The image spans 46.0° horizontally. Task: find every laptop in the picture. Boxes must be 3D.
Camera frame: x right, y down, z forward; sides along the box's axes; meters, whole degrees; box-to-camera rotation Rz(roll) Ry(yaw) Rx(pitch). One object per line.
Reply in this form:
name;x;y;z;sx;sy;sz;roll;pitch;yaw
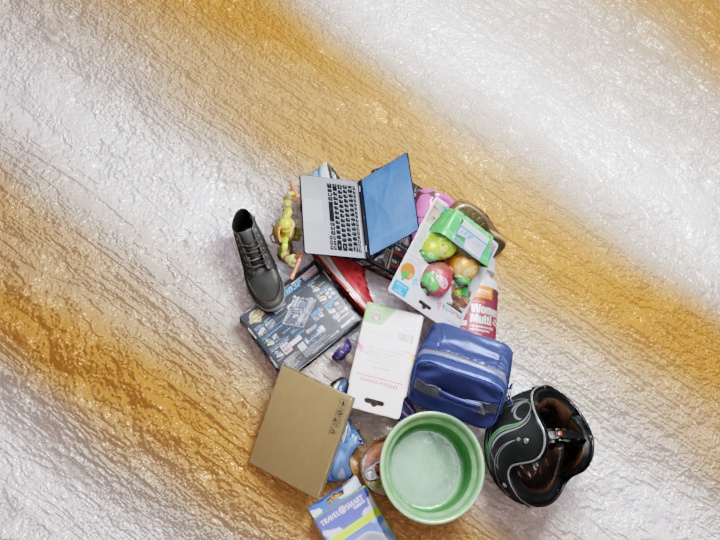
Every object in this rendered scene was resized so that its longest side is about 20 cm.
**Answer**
laptop;-0.007;-0.132;1.637;0.196;0.116;0.190;5;55;-17

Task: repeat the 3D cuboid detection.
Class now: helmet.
helmet;0.327;0.338;1.613;0.198;0.192;0.202;24;35;-19

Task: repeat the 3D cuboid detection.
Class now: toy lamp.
toy lamp;0.028;0.224;1.685;0.200;0.058;0.058;42;75;8

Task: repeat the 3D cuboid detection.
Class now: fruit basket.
fruit basket;0.166;-0.007;1.614;0.184;0.093;0.202;33;74;-27

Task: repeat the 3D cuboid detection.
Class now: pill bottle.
pill bottle;0.224;0.074;1.715;0.107;0.110;0.204;6;75;-4

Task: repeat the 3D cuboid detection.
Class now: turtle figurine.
turtle figurine;-0.148;-0.065;1.689;0.063;0.162;0.204;-3;75;-4

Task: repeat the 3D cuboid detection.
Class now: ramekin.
ramekin;0.127;0.372;1.595;0.196;0.098;0.204;2;75;-5

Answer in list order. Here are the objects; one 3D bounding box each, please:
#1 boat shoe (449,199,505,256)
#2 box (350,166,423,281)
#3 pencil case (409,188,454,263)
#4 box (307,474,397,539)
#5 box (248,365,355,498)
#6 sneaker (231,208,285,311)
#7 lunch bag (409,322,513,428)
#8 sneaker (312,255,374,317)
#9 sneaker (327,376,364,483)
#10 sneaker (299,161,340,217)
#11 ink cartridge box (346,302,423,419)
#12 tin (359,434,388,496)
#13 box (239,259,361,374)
boat shoe;0.230;-0.094;1.732;0.071;0.199;0.068;-34;53;16
box;0.072;-0.088;1.736;0.156;0.049;0.204;25;71;-34
pencil case;0.144;-0.060;1.708;0.092;0.091;0.204;9;80;-8
box;-0.002;0.508;1.610;0.121;0.048;0.202;-30;81;-13
box;-0.113;0.303;1.608;0.161;0.021;0.203;22;95;22
sneaker;-0.210;-0.019;1.675;0.074;0.107;0.202;-23;61;-4
lunch bag;0.194;0.208;1.596;0.197;0.137;0.133;17;42;11
sneaker;0.000;0.000;1.731;0.115;0.078;0.201;-39;83;-12
sneaker;-0.037;0.310;1.652;0.087;0.079;0.204;6;83;-11
sneaker;-0.079;-0.122;1.751;0.089;0.078;0.203;-22;53;20
ink cartridge box;0.045;0.176;1.631;0.115;0.067;0.204;13;79;4
tin;0.093;0.370;1.661;0.197;0.042;0.114;-19;74;-11
box;-0.120;0.101;1.708;0.199;0.046;0.160;-38;81;-14
